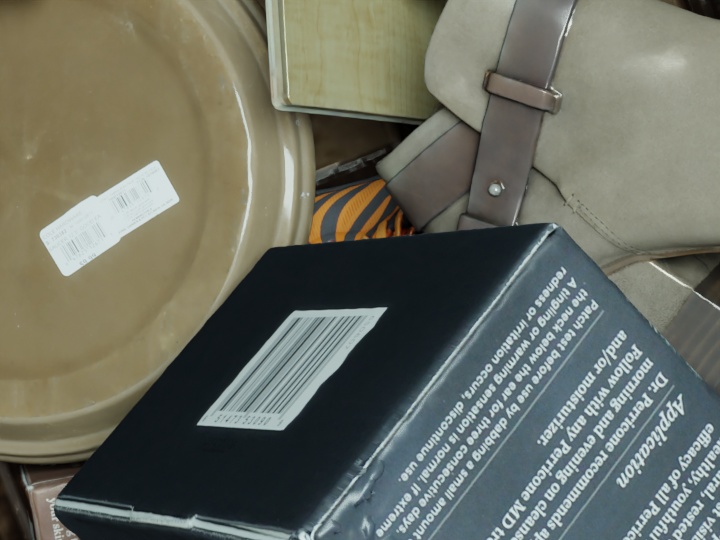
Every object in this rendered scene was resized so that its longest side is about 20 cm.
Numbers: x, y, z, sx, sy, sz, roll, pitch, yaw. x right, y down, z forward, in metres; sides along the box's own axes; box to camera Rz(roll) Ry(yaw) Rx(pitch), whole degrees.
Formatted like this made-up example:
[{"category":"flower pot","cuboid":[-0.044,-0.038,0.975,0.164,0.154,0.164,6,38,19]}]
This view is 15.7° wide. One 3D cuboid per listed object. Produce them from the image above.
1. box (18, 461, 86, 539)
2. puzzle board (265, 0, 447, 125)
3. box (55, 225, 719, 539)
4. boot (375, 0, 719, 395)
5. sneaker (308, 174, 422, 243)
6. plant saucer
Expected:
[{"category":"box","cuboid":[-0.020,0.104,0.962,0.199,0.075,0.101,-8,95,-8]},{"category":"puzzle board","cuboid":[0.013,-0.150,0.923,0.150,0.017,0.201,3,82,-50]},{"category":"box","cuboid":[0.040,0.097,0.809,0.197,0.200,0.124,47,70,-18]},{"category":"boot","cuboid":[0.096,-0.057,0.827,0.146,0.070,0.200,38,114,10]},{"category":"sneaker","cuboid":[0.000,0.000,0.937,0.199,0.112,0.078,-27,98,-8]},{"category":"plant saucer","cuboid":[-0.115,-0.032,0.919,0.199,0.029,0.201,-1,87,11]}]
